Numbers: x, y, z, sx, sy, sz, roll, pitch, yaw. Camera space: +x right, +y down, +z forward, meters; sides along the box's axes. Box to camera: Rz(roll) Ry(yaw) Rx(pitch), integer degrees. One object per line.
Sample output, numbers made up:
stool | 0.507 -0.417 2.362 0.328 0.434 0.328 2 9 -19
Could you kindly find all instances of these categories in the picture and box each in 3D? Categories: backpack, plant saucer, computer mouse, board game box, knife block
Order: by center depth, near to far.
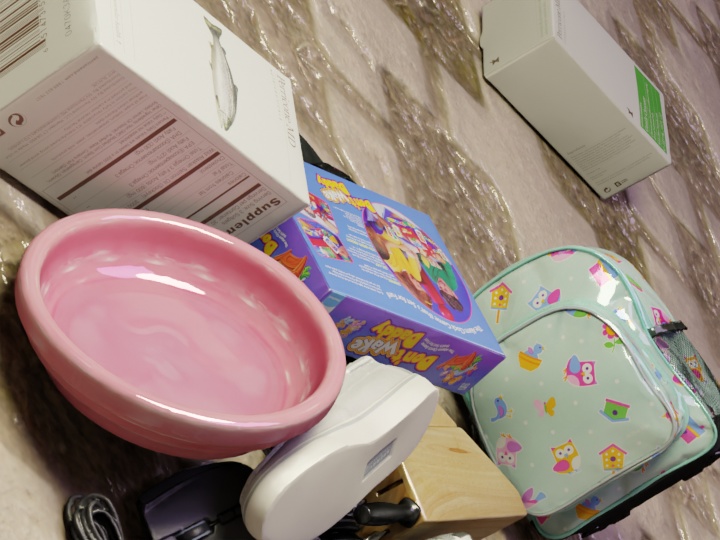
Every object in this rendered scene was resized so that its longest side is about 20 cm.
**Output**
computer mouse | -0.080 0.176 1.392 0.200 0.046 0.141 -5 66 -63
plant saucer | -0.108 0.042 1.398 0.199 0.051 0.201 17 31 -11
knife block | 0.025 0.159 1.590 0.200 0.064 0.176 48 28 -25
board game box | 0.000 0.000 1.618 0.199 0.045 0.135 22 33 -49
backpack | 0.160 0.082 1.799 0.201 0.175 0.153 62 21 16

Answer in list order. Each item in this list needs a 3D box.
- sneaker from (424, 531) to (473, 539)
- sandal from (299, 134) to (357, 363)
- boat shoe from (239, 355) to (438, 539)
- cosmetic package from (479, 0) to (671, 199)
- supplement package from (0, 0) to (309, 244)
sneaker | 0.023 0.239 1.503 0.199 0.075 0.116 -13 79 -54
sandal | -0.008 -0.019 1.737 0.075 0.048 0.202 3 61 -61
boat shoe | -0.024 0.101 1.450 0.068 0.072 0.200 28 36 20
cosmetic package | 0.202 -0.174 2.264 0.200 0.085 0.108 43 32 -35
supplement package | -0.141 -0.101 1.493 0.200 0.117 0.117 37 31 -41
